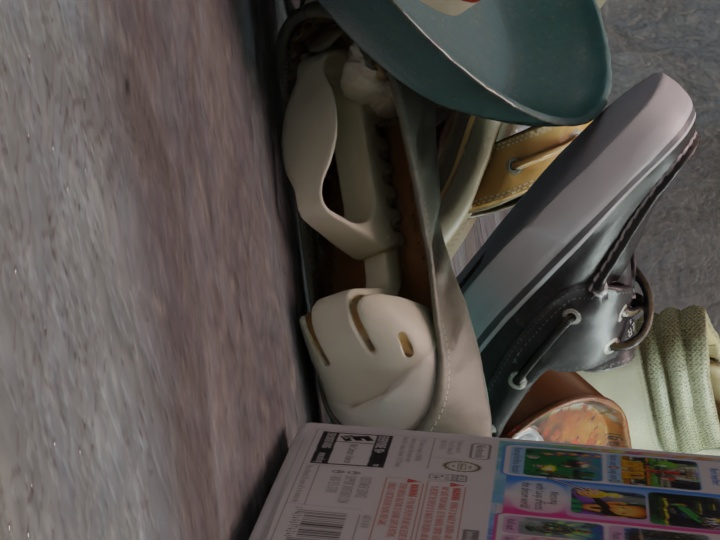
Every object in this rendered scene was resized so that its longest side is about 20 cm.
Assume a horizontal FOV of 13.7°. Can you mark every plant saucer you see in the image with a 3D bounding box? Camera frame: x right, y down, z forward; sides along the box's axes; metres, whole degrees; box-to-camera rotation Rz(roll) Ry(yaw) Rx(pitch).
[{"bbox_3d":[0.015,-0.128,1.077,0.200,0.036,0.200,40,30,-29],"label":"plant saucer"}]

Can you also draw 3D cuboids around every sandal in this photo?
[{"bbox_3d":[0.061,-0.043,1.198,0.201,0.054,0.080,-61,171,1],"label":"sandal"}]

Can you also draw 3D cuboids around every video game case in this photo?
[{"bbox_3d":[0.061,0.082,0.885,0.200,0.181,0.024,-64,159,-80],"label":"video game case"}]

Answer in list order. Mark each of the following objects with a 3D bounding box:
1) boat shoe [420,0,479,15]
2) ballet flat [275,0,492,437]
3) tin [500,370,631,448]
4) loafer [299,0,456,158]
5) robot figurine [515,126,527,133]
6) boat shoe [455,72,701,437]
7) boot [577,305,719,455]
[{"bbox_3d":[0.007,-0.134,0.942,0.200,0.062,0.071,20,46,-57],"label":"boat shoe"},{"bbox_3d":[0.000,0.000,1.065,0.064,0.067,0.201,11,68,-55],"label":"ballet flat"},{"bbox_3d":[0.068,0.116,1.303,0.042,0.112,0.200,37,-23,31],"label":"tin"},{"bbox_3d":[0.015,-0.067,1.213,0.200,0.072,0.063,74,17,-72],"label":"loafer"},{"bbox_3d":[0.051,-0.141,1.418,0.170,0.113,0.201,-47,-144,42],"label":"robot figurine"},{"bbox_3d":[0.071,0.015,1.099,0.200,0.066,0.070,-51,-175,27],"label":"boat shoe"},{"bbox_3d":[0.099,0.082,1.394,0.200,0.154,0.072,73,11,-57],"label":"boot"}]
